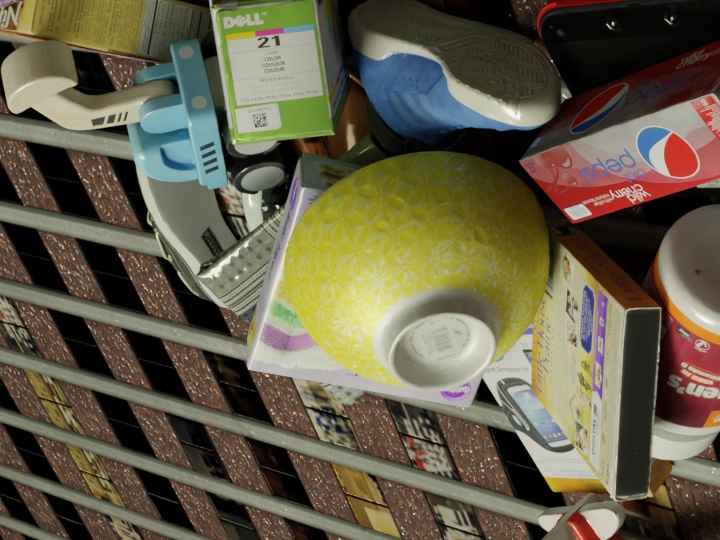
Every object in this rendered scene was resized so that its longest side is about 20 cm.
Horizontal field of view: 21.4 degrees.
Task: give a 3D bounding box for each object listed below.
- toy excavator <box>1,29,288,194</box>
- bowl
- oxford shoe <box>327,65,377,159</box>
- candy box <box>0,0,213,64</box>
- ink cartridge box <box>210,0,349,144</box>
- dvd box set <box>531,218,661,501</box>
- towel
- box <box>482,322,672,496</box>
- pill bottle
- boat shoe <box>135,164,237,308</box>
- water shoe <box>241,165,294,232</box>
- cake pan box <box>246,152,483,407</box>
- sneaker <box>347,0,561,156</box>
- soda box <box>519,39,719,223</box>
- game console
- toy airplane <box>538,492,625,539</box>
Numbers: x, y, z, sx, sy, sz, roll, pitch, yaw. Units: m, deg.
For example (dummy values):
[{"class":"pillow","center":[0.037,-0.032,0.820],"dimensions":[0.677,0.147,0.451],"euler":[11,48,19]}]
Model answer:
[{"class":"toy excavator","center":[-0.167,-0.125,1.497],"dimensions":[0.195,0.200,0.100],"euler":[85,170,-64]},{"class":"bowl","center":[0.049,0.023,1.386],"dimensions":[0.200,0.108,0.200],"euler":[-6,134,-7]},{"class":"oxford shoe","center":[0.005,-0.078,1.527],"dimensions":[0.071,0.071,0.200],"euler":[4,130,48]},{"class":"candy box","center":[-0.221,-0.204,1.524],"dimensions":[0.117,0.200,0.057],"euler":[13,93,38]},{"class":"ink cartridge box","center":[-0.062,-0.207,1.365],"dimensions":[0.076,0.148,0.200],"euler":[-5,109,6]},{"class":"dvd box set","center":[0.169,0.060,1.394],"dimensions":[0.200,0.029,0.147],"euler":[-124,32,-68]},{"class":"towel","center":[0.000,0.000,1.530],"dimensions":[0.200,0.035,0.193],"euler":[-36,120,21]},{"class":"box","center":[0.166,0.101,1.591],"dimensions":[0.119,0.041,0.200],"euler":[-4,123,50]},{"class":"pill bottle","center":[0.245,0.050,1.373],"dimensions":[0.109,0.110,0.200],"euler":[34,147,14]},{"class":"boat shoe","center":[-0.166,-0.043,1.757],"dimensions":[0.064,0.071,0.200],"euler":[10,137,40]},{"class":"water shoe","center":[-0.048,-0.036,1.657],"dimensions":[0.079,0.072,0.200],"euler":[-2,131,14]},{"class":"cake pan box","center":[0.025,0.012,1.490],"dimensions":[0.200,0.052,0.184],"euler":[12,126,-13]},{"class":"sneaker","center":[0.072,-0.119,1.383],"dimensions":[0.200,0.077,0.111],"euler":[28,141,39]},{"class":"soda box","center":[0.197,-0.092,1.244],"dimensions":[0.063,0.070,0.200],"euler":[48,150,-16]},{"class":"game console","center":[0.223,-0.122,1.276],"dimensions":[0.200,0.031,0.177],"euler":[2,135,47]},{"class":"toy airplane","center":[0.221,0.286,1.615],"dimensions":[0.199,0.141,0.200],"euler":[19,153,18]}]
